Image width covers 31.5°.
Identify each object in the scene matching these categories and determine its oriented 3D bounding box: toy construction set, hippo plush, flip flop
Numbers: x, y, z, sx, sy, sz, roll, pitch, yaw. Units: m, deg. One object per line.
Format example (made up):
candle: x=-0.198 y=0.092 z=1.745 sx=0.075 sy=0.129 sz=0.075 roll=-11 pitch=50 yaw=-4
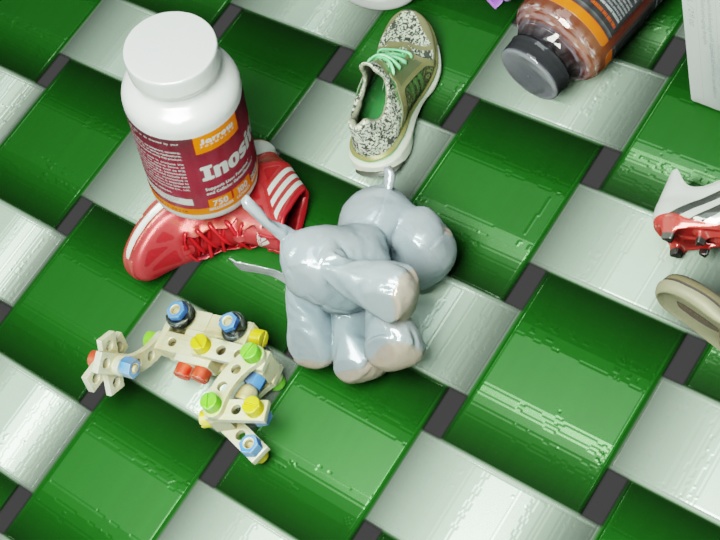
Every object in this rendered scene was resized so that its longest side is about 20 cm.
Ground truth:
toy construction set: x=-0.159 y=0.098 z=1.220 sx=0.200 sy=0.092 sz=0.131 roll=17 pitch=68 yaw=14
hippo plush: x=0.000 y=0.000 z=1.210 sx=0.200 sy=0.160 sz=0.161 roll=29 pitch=42 yaw=14
flip flop: x=0.319 y=0.073 z=1.073 sx=0.058 sy=0.081 sz=0.200 roll=-41 pitch=53 yaw=-12

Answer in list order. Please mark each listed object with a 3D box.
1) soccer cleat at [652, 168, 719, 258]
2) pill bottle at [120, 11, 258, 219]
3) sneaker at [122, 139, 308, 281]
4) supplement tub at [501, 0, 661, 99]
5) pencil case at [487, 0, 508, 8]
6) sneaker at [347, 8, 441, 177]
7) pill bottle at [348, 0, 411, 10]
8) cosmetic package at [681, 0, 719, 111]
soccer cleat: x=0.362 y=-0.050 z=1.138 sx=0.200 sy=0.069 sz=0.085 roll=5 pitch=68 yaw=26
pill bottle: x=-0.163 y=-0.145 z=1.209 sx=0.113 sy=0.200 sz=0.113 roll=-2 pitch=59 yaw=3
sneaker: x=-0.139 y=-0.041 z=1.294 sx=0.200 sy=0.078 sz=0.116 roll=-42 pitch=56 yaw=-6
supplement tub: x=0.229 y=-0.266 z=1.279 sx=0.107 sy=0.107 sz=0.200 roll=34 pitch=76 yaw=31
pencil case: x=0.210 y=-0.368 z=1.356 sx=0.200 sy=0.086 sz=0.084 roll=-32 pitch=61 yaw=-2
sneaker: x=0.031 y=-0.199 z=1.318 sx=0.077 sy=0.089 sz=0.200 roll=3 pitch=63 yaw=20
pill bottle: x=0.030 y=-0.398 z=1.422 sx=0.104 sy=0.104 sz=0.200 roll=0 pitch=62 yaw=18
cosmetic package: x=0.405 y=-0.217 z=1.137 sx=0.200 sy=0.199 sz=0.123 roll=27 pitch=72 yaw=29
